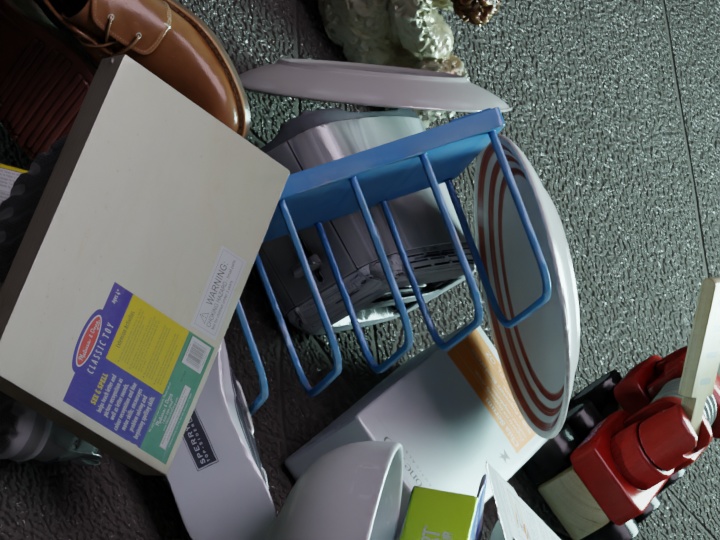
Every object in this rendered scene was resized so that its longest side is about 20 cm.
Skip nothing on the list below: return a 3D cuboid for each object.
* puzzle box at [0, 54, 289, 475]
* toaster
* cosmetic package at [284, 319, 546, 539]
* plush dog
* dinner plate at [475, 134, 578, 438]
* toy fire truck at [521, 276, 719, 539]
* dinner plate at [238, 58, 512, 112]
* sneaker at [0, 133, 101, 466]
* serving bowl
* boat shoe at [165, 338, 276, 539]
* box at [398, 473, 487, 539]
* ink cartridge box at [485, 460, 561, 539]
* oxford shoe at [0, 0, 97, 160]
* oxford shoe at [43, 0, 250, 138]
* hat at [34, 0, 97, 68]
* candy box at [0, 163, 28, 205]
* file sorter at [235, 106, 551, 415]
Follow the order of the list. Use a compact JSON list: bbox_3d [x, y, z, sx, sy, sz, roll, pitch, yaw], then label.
[{"bbox_3d":[-0.127,-0.002,1.418,0.133,0.025,0.200,36,65,-33],"label":"puzzle box"},{"bbox_3d":[-0.003,-0.035,1.735,0.200,0.114,0.129,-8,71,-61],"label":"toaster"},{"bbox_3d":[0.042,0.117,1.686,0.101,0.071,0.200,55,31,-1],"label":"cosmetic package"},{"bbox_3d":[0.047,-0.238,1.941,0.160,0.172,0.200,33,38,-32],"label":"plush dog"},{"bbox_3d":[0.112,0.009,1.653,0.024,0.200,0.200,-9,59,-10],"label":"dinner plate"},{"bbox_3d":[0.225,0.092,1.839,0.129,0.200,0.176,55,30,-1],"label":"toy fire truck"},{"bbox_3d":[0.008,-0.131,1.784,0.200,0.200,0.024,-3,102,-56],"label":"dinner plate"},{"bbox_3d":[-0.167,0.018,1.451,0.082,0.075,0.200,24,71,-41],"label":"sneaker"},{"bbox_3d":[-0.026,0.190,1.448,0.066,0.200,0.200,10,34,7],"label":"serving bowl"},{"bbox_3d":[-0.099,0.085,1.522,0.068,0.072,0.200,84,-18,-77],"label":"boat shoe"},{"bbox_3d":[0.034,0.223,1.515,0.048,0.122,0.200,11,36,6],"label":"box"},{"bbox_3d":[0.113,0.231,1.636,0.200,0.050,0.161,44,27,-56],"label":"ink cartridge box"},{"bbox_3d":[-0.197,-0.128,1.575,0.200,0.071,0.074,48,22,5],"label":"oxford shoe"},{"bbox_3d":[-0.145,-0.142,1.522,0.200,0.071,0.071,49,25,-8],"label":"oxford shoe"},{"bbox_3d":[-0.185,-0.187,1.642,0.201,0.081,0.201,56,6,-10],"label":"hat"},{"bbox_3d":[-0.195,-0.012,1.523,0.200,0.026,0.102,15,48,-48],"label":"candy box"},{"bbox_3d":[0.000,0.000,1.567,0.200,0.139,0.123,-19,83,-14],"label":"file sorter"}]
